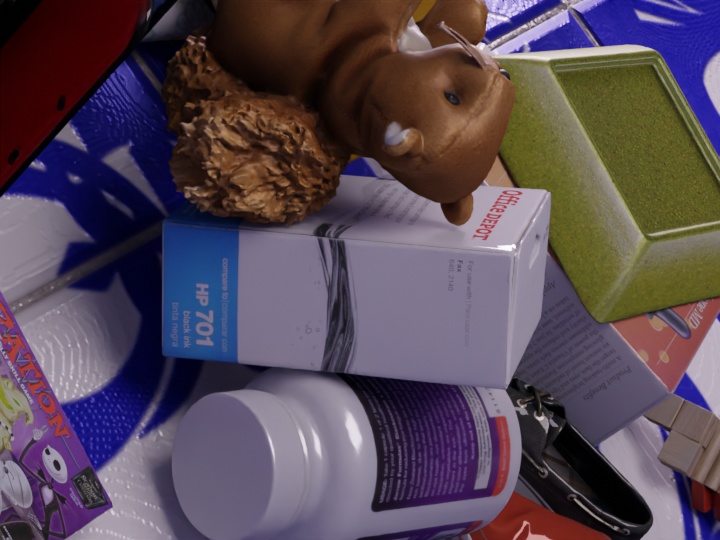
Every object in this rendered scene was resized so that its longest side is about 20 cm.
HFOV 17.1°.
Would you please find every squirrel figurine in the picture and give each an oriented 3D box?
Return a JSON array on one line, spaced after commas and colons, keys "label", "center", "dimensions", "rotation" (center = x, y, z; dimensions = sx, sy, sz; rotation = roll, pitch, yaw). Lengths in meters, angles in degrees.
[{"label": "squirrel figurine", "center": [-0.011, -0.091, 1.322], "dimensions": [0.187, 0.200, 0.142], "rotation": [52, 0, 33]}]

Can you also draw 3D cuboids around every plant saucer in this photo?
[{"label": "plant saucer", "center": [0.179, -0.074, 1.597], "dimensions": [0.199, 0.048, 0.201], "rotation": [-10, 68, -50]}]

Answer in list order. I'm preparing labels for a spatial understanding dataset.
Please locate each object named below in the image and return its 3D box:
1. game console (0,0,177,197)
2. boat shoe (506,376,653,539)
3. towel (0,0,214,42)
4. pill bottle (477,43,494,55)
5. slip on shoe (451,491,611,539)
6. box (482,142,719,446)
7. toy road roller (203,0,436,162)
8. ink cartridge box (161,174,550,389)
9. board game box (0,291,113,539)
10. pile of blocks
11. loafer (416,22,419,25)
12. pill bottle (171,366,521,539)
[{"label": "game console", "center": [-0.138, -0.123, 1.338], "dimensions": [0.172, 0.200, 0.119], "rotation": [-7, 62, -50]}, {"label": "boat shoe", "center": [0.111, 0.106, 1.547], "dimensions": [0.200, 0.057, 0.069], "rotation": [48, 37, -7]}, {"label": "towel", "center": [-0.184, -0.230, 1.514], "dimensions": [0.171, 0.048, 0.201], "rotation": [-14, 71, -48]}, {"label": "pill bottle", "center": [0.002, -0.180, 1.618], "dimensions": [0.200, 0.112, 0.112], "rotation": [47, 37, -8]}, {"label": "slip on shoe", "center": [0.128, 0.181, 1.497], "dimensions": [0.200, 0.061, 0.074], "rotation": [39, 37, -20]}, {"label": "box", "center": [0.132, -0.001, 1.616], "dimensions": [0.200, 0.106, 0.152], "rotation": [48, 36, -6]}, {"label": "toy road roller", "center": [-0.002, -0.160, 1.505], "dimensions": [0.123, 0.199, 0.146], "rotation": [59, -6, 52]}, {"label": "ink cartridge box", "center": [0.000, 0.000, 1.367], "dimensions": [0.146, 0.199, 0.086], "rotation": [-50, 145, -70]}, {"label": "board game box", "center": [-0.205, 0.054, 1.225], "dimensions": [0.201, 0.032, 0.120], "rotation": [62, 17, -1]}, {"label": "pile of blocks", "center": [0.272, 0.154, 1.694], "dimensions": [0.199, 0.082, 0.062], "rotation": [30, 84, -14]}, {"label": "loafer", "center": [0.079, -0.243, 1.567], "dimensions": [0.063, 0.072, 0.201], "rotation": [20, 77, -46]}, {"label": "pill bottle", "center": [-0.009, 0.106, 1.370], "dimensions": [0.199, 0.111, 0.112], "rotation": [-1, 61, -48]}]
